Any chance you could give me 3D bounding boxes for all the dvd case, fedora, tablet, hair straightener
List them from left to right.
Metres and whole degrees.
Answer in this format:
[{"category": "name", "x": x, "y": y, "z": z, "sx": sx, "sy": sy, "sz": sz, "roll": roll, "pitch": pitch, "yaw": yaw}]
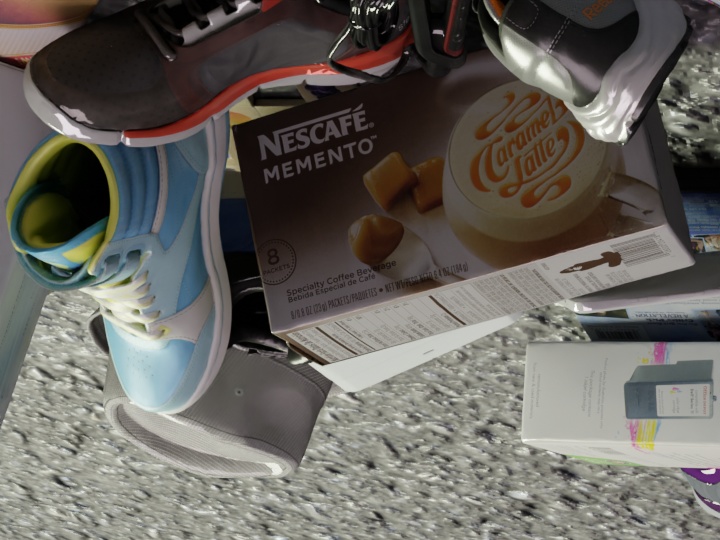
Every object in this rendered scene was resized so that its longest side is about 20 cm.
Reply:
[{"category": "fedora", "x": -0.096, "y": 0.086, "z": 1.552, "sx": 0.200, "sy": 0.090, "sz": 0.177, "roll": 20, "pitch": 155, "yaw": -17}, {"category": "hair straightener", "x": 0.014, "y": -0.132, "z": 1.001, "sx": 0.077, "sy": 0.041, "sz": 0.200, "roll": 1, "pitch": 162, "yaw": -2}, {"category": "dvd case", "x": 0.178, "y": -0.004, "z": 1.320, "sx": 0.143, "sy": 0.018, "sz": 0.200, "roll": 0, "pitch": 152, "yaw": 24}, {"category": "tablet", "x": 0.198, "y": -0.001, "z": 1.190, "sx": 0.200, "sy": 0.014, "sz": 0.130, "roll": -7, "pitch": -175, "yaw": -4}]

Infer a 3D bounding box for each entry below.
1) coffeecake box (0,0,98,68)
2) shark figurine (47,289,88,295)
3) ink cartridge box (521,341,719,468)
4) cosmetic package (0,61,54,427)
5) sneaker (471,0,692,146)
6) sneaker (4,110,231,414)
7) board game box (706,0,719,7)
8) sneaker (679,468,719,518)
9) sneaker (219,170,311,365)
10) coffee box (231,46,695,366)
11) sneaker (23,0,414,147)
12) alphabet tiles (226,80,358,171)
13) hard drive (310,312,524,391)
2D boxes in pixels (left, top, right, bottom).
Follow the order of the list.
[{"category": "coffeecake box", "x": -0.181, "y": -0.182, "z": 1.042, "sx": 0.153, "sy": 0.073, "sz": 0.200, "roll": 18, "pitch": 155, "yaw": -15}, {"category": "shark figurine", "x": -0.118, "y": -0.009, "z": 1.387, "sx": 0.214, "sy": 0.090, "sz": 0.128, "roll": 21, "pitch": -171, "yaw": 0}, {"category": "ink cartridge box", "x": 0.213, "y": 0.084, "z": 1.395, "sx": 0.200, "sy": 0.067, "sz": 0.117, "roll": -1, "pitch": 168, "yaw": 31}, {"category": "cosmetic package", "x": -0.230, "y": -0.009, "z": 1.207, "sx": 0.123, "sy": 0.200, "sz": 0.200, "roll": 19, "pitch": 176, "yaw": -3}, {"category": "sneaker", "x": 0.087, "y": -0.117, "z": 0.983, "sx": 0.079, "sy": 0.074, "sz": 0.200, "roll": 30, "pitch": -168, "yaw": -10}, {"category": "sneaker", "x": -0.126, "y": 0.001, "z": 1.123, "sx": 0.079, "sy": 0.131, "sz": 0.200, "roll": 14, "pitch": 119, "yaw": 25}, {"category": "board game box", "x": 0.159, "y": -0.181, "z": 0.869, "sx": 0.200, "sy": 0.041, "sz": 0.199, "roll": 21, "pitch": 149, "yaw": -35}, {"category": "sneaker", "x": 0.289, "y": 0.126, "z": 1.485, "sx": 0.200, "sy": 0.074, "sz": 0.088, "roll": -9, "pitch": 143, "yaw": 40}, {"category": "sneaker", "x": 0.000, "y": 0.001, "z": 1.228, "sx": 0.200, "sy": 0.111, "sz": 0.077, "roll": 0, "pitch": 140, "yaw": -6}, {"category": "coffee box", "x": 0.050, "y": -0.038, "z": 1.114, "sx": 0.200, "sy": 0.114, "sz": 0.080, "roll": -15, "pitch": 162, "yaw": 15}, {"category": "sneaker", "x": -0.064, "y": -0.123, "z": 1.066, "sx": 0.200, "sy": 0.077, "sz": 0.082, "roll": -19, "pitch": 147, "yaw": -22}, {"category": "alphabet tiles", "x": -0.084, "y": -0.086, "z": 1.280, "sx": 0.200, "sy": 0.008, "sz": 0.167, "roll": 2, "pitch": 154, "yaw": 22}, {"category": "hard drive", "x": -0.009, "y": 0.000, "z": 1.346, "sx": 0.132, "sy": 0.026, "sz": 0.200, "roll": -25, "pitch": 141, "yaw": 23}]
